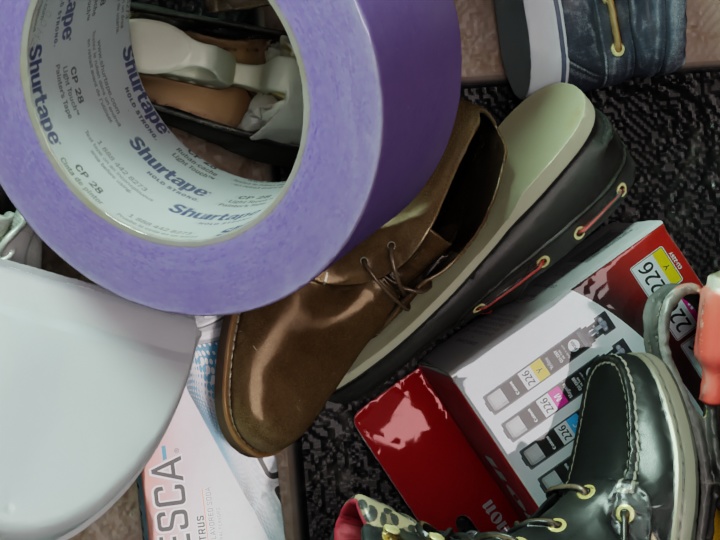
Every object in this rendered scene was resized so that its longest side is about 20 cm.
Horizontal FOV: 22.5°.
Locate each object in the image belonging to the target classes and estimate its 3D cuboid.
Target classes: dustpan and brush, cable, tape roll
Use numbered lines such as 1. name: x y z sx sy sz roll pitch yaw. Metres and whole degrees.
1. dustpan and brush: -0.163 0.102 0.820 0.139 0.057 0.200 17 78 -19
2. cable: 0.173 0.083 0.849 0.097 0.050 0.200 11 86 -14
3. tape roll: -0.064 -0.087 0.769 0.200 0.085 0.200 9 113 23

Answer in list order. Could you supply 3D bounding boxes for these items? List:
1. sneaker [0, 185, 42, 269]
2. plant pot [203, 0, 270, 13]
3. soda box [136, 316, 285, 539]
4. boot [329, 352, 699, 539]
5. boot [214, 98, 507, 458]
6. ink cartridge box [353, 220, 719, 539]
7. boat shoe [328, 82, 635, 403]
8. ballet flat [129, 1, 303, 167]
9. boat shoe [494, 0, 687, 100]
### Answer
1. sneaker: -0.180 0.001 0.855 0.075 0.081 0.200 2 97 -11
2. plant pot: -0.014 -0.227 0.841 0.200 0.200 0.199 -10 100 -10
3. soda box: -0.074 0.110 0.886 0.068 0.064 0.200 -7 92 -10
4. boot: 0.065 0.121 0.797 0.150 0.073 0.200 12 74 -16
5. boot: 0.000 0.000 0.849 0.074 0.075 0.200 42 70 -41
6. ink cartridge box: 0.123 0.106 0.910 0.175 0.084 0.200 -36 96 -8
7. boat shoe: 0.053 -0.002 0.902 0.201 0.074 0.063 -44 125 3
8. ballet flat: -0.062 -0.090 0.884 0.200 0.068 0.068 9 88 -10
9. boat shoe: 0.109 -0.190 0.918 0.091 0.071 0.201 -10 98 -12
